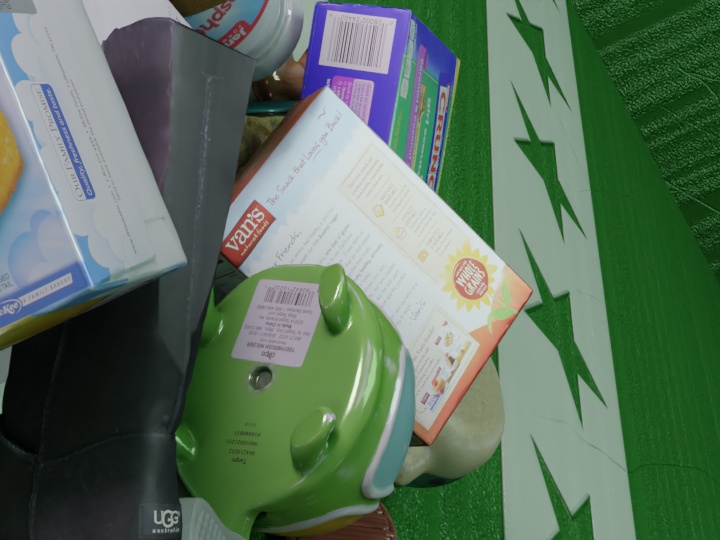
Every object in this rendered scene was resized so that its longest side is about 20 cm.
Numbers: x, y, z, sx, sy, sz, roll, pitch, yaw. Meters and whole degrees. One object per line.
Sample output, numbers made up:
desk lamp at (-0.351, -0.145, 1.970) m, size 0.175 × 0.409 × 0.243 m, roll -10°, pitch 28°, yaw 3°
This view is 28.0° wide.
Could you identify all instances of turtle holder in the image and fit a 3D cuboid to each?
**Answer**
turtle holder at (-0.030, 0.095, 0.813) m, size 0.132 × 0.140 × 0.187 m, roll 45°, pitch 28°, yaw -50°

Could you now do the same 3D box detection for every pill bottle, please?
pill bottle at (-0.120, -0.200, 0.949) m, size 0.200 × 0.108 × 0.110 m, roll 31°, pitch 40°, yaw -58°

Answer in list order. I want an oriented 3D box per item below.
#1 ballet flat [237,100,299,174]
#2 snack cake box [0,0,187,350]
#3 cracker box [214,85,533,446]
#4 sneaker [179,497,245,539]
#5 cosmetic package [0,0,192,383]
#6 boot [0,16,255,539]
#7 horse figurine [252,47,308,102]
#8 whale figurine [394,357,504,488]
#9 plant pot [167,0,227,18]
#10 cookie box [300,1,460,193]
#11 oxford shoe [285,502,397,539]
ballet flat at (-0.085, -0.085, 0.995) m, size 0.071 × 0.070 × 0.200 m, roll 67°, pitch 19°, yaw 1°
snack cake box at (-0.170, -0.014, 0.480) m, size 0.116 × 0.199 × 0.067 m, roll 66°, pitch 22°, yaw 1°
cracker box at (0.000, 0.000, 0.934) m, size 0.200 × 0.058 × 0.134 m, roll 44°, pitch 67°, yaw -15°
sneaker at (-0.092, 0.161, 0.688) m, size 0.201 × 0.079 × 0.079 m, roll 73°, pitch 9°, yaw -58°
cosmetic package at (-0.180, -0.092, 0.659) m, size 0.200 × 0.122 × 0.201 m, roll 51°, pitch 25°, yaw -41°
boot at (-0.121, 0.014, 0.539) m, size 0.065 × 0.163 × 0.202 m, roll 12°, pitch 80°, yaw -58°
horse figurine at (-0.068, -0.188, 1.141) m, size 0.133 × 0.050 × 0.202 m, roll -48°, pitch 122°, yaw -50°
whale figurine at (0.007, 0.085, 1.020) m, size 0.199 × 0.104 × 0.160 m, roll 17°, pitch 50°, yaw -33°
plant pot at (-0.119, -0.242, 0.757) m, size 0.187 × 0.185 × 0.201 m, roll -84°, pitch 156°, yaw -54°
cookie box at (0.012, -0.096, 1.082) m, size 0.200 × 0.074 × 0.173 m, roll 6°, pitch 94°, yaw -77°
oxford shoe at (-0.016, 0.201, 0.872) m, size 0.201 × 0.070 × 0.074 m, roll -94°, pitch -166°, yaw -62°
